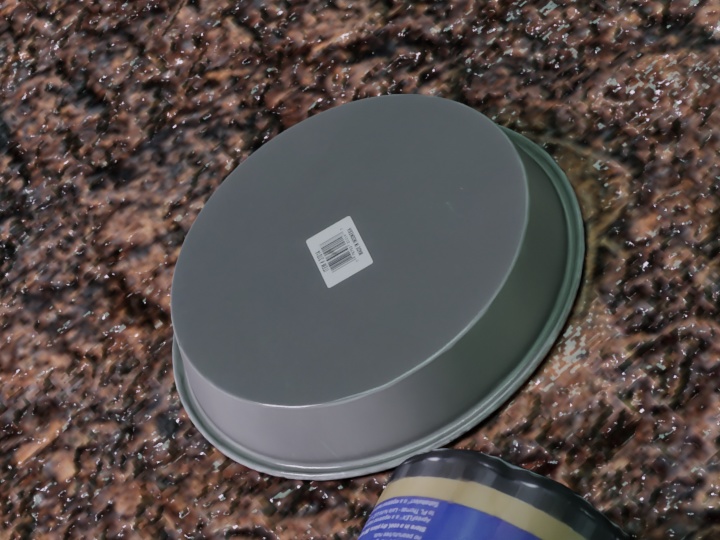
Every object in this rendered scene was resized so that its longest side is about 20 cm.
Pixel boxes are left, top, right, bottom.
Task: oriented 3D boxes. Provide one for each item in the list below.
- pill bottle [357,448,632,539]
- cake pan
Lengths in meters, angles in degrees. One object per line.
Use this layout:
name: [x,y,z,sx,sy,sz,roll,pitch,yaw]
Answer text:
pill bottle: [0.021,0.176,1.104,0.112,0.112,0.200,9,59,35]
cake pan: [0.000,0.000,1.317,0.200,0.037,0.201,-15,48,18]
